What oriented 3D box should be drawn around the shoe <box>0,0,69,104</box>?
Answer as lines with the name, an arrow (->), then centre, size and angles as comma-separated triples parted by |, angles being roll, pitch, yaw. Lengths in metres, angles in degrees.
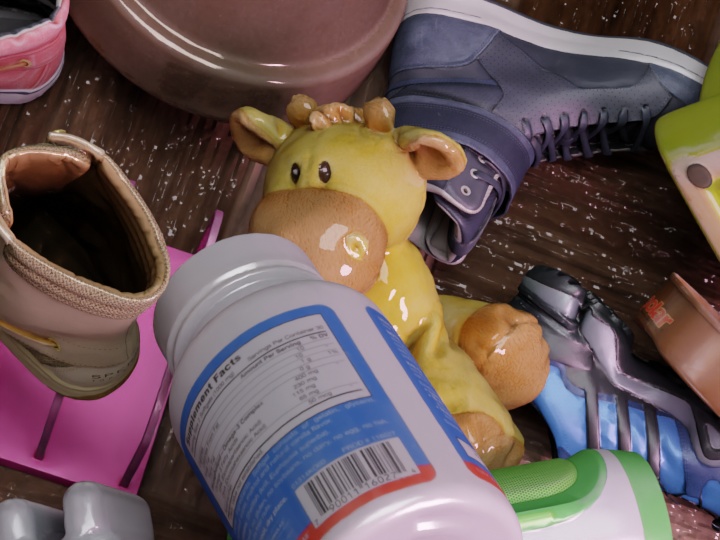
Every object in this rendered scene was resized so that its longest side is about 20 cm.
shoe -> -0.251, -0.134, 1.476 | 0.200, 0.091, 0.072 | 5, 70, -10

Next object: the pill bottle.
pill bottle -> -0.018, 0.075, 1.255 | 0.112, 0.112, 0.200 | -16, 44, -17

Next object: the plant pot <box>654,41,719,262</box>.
plant pot -> 0.281, -0.055, 1.455 | 0.181, 0.199, 0.200 | -42, 106, -39

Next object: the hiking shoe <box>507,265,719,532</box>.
hiking shoe -> 0.143, 0.088, 1.505 | 0.200, 0.074, 0.087 | 43, 95, 2

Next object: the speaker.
speaker -> 0.042, 0.138, 1.333 | 0.200, 0.088, 0.089 | -9, 73, -12

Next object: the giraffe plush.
giraffe plush -> 0.000, 0.000, 1.407 | 0.172, 0.162, 0.200 | -9, 36, 4

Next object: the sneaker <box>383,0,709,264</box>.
sneaker -> 0.102, -0.061, 1.525 | 0.202, 0.077, 0.146 | 15, 58, 3

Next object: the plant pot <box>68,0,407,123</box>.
plant pot -> -0.046, -0.202, 1.474 | 0.200, 0.175, 0.200 | 11, 58, -18

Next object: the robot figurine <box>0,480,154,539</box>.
robot figurine -> -0.131, 0.206, 1.372 | 0.169, 0.113, 0.200 | -17, 71, 24

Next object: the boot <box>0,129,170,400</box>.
boot -> -0.172, -0.034, 1.288 | 0.200, 0.155, 0.073 | 44, 70, 4

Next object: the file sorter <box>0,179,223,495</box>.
file sorter -> -0.182, 0.010, 1.423 | 0.200, 0.125, 0.139 | 18, 69, -5

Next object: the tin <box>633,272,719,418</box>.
tin -> 0.219, 0.079, 1.472 | 0.042, 0.112, 0.200 | -44, 111, 10
